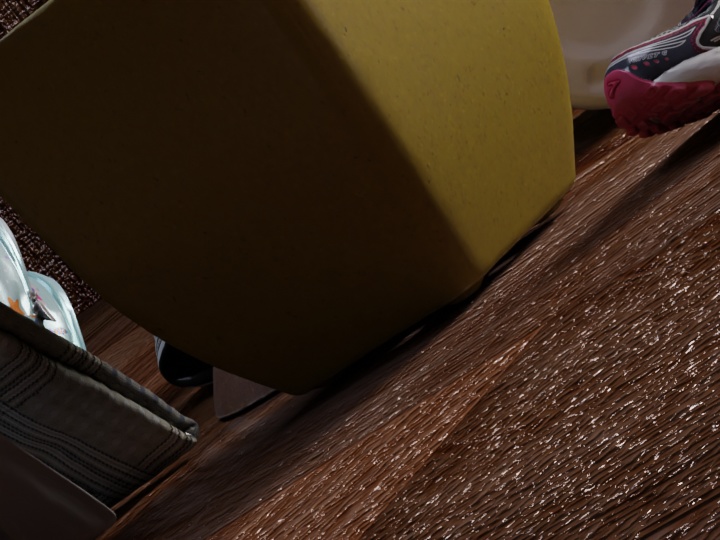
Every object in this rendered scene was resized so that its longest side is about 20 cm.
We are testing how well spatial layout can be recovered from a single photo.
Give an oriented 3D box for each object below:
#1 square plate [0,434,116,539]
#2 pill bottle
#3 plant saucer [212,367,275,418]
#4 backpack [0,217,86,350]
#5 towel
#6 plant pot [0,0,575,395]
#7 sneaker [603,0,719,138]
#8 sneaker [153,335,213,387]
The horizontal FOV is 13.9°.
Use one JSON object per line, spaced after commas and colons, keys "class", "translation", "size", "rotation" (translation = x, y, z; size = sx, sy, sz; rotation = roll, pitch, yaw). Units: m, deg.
{"class": "square plate", "translation": [-0.245, 0.117, 1.307], "size": [0.198, 0.200, 0.029], "rotation": [-34, 37, 26]}
{"class": "pill bottle", "translation": [0.112, -0.142, 1.520], "size": [0.113, 0.114, 0.200], "rotation": [-36, 5, 2]}
{"class": "plant saucer", "translation": [0.000, 0.000, 1.452], "size": [0.200, 0.035, 0.200], "rotation": [-37, 4, 3]}
{"class": "backpack", "translation": [-0.240, 0.062, 1.629], "size": [0.177, 0.201, 0.150], "rotation": [-35, -15, 38]}
{"class": "towel", "translation": [-0.201, 0.090, 1.351], "size": [0.192, 0.200, 0.035], "rotation": [-33, 49, 21]}
{"class": "plant pot", "translation": [-0.022, -0.069, 1.251], "size": [0.195, 0.200, 0.194], "rotation": [-34, 5, 38]}
{"class": "sneaker", "translation": [0.161, -0.122, 1.187], "size": [0.200, 0.075, 0.081], "rotation": [-40, 6, -32]}
{"class": "sneaker", "translation": [-0.035, -0.003, 1.618], "size": [0.200, 0.076, 0.115], "rotation": [-44, 12, 9]}
